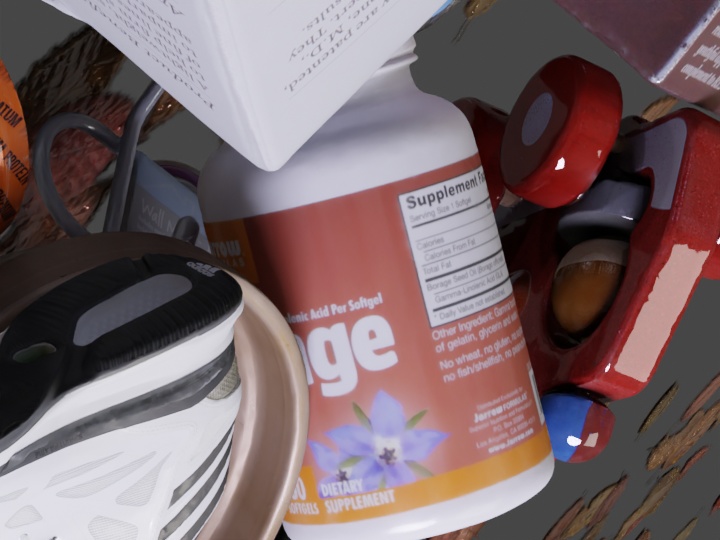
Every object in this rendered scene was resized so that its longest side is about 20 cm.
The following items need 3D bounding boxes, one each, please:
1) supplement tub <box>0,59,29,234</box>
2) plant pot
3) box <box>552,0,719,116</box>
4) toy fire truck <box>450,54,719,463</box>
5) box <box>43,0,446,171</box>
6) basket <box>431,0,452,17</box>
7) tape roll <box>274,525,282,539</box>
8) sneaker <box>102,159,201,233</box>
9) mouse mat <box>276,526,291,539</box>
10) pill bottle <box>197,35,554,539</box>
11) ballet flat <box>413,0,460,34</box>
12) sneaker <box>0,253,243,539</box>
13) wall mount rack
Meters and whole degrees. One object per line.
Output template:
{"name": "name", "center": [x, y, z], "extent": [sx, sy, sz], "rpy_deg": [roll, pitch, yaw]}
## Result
{"name": "supplement tub", "center": [-0.206, -0.018, 0.787], "extent": [0.200, 0.123, 0.123], "rpy_deg": [-30, 155, -45]}
{"name": "plant pot", "center": [-0.124, 0.066, 0.917], "extent": [0.201, 0.093, 0.201], "rpy_deg": [-24, 130, -31]}
{"name": "box", "center": [0.121, -0.191, 1.072], "extent": [0.164, 0.200, 0.166], "rpy_deg": [-52, 161, 11]}
{"name": "toy fire truck", "center": [0.091, 0.009, 1.110], "extent": [0.200, 0.112, 0.168], "rpy_deg": [-20, -127, 60]}
{"name": "box", "center": [-0.035, -0.176, 0.734], "extent": [0.200, 0.199, 0.131], "rpy_deg": [-45, 163, -12]}
{"name": "basket", "center": [-0.007, -0.165, 0.867], "extent": [0.200, 0.176, 0.139], "rpy_deg": [-42, 155, -46]}
{"name": "tape roll", "center": [-0.051, 0.063, 1.280], "extent": [0.200, 0.066, 0.200], "rpy_deg": [-155, -90, -87]}
{"name": "sneaker", "center": [-0.085, 0.056, 1.151], "extent": [0.075, 0.200, 0.100], "rpy_deg": [3, 160, -18]}
{"name": "mouse mat", "center": [-0.019, 0.085, 1.224], "extent": [0.200, 0.008, 0.161], "rpy_deg": [141, -28, -86]}
{"name": "pill bottle", "center": [0.000, 0.000, 0.991], "extent": [0.112, 0.200, 0.112], "rpy_deg": [-15, -174, 1]}
{"name": "ballet flat", "center": [-0.006, -0.121, 1.069], "extent": [0.200, 0.062, 0.067], "rpy_deg": [2, 136, -49]}
{"name": "sneaker", "center": [-0.116, 0.081, 0.802], "extent": [0.200, 0.076, 0.115], "rpy_deg": [-23, 125, -32]}
{"name": "wall mount rack", "center": [-0.044, -0.032, 1.097], "extent": [0.075, 0.200, 0.174], "rpy_deg": [-22, -137, 34]}
